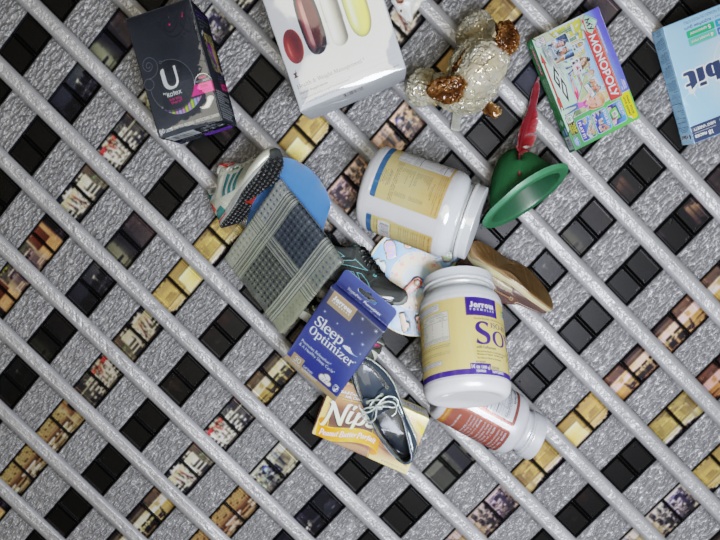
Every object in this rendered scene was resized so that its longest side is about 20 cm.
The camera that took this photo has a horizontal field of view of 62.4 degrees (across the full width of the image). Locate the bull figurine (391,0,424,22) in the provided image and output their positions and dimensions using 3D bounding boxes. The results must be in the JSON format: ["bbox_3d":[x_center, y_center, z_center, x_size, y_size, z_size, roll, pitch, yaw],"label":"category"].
[{"bbox_3d":[0.120,-0.529,1.012,0.117,0.065,0.207,7,100,-2],"label":"bull figurine"}]

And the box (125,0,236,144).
[{"bbox_3d":[-0.307,-0.340,1.034,0.119,0.106,0.206,-15,96,4],"label":"box"}]

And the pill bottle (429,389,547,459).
[{"bbox_3d":[0.232,0.257,1.079,0.196,0.112,0.114,28,98,-1],"label":"pill bottle"}]

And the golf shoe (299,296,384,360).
[{"bbox_3d":[-0.053,0.115,1.096,0.196,0.077,0.090,27,106,0],"label":"golf shoe"}]

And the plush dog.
[{"bbox_3d":[0.186,-0.320,0.979,0.200,0.172,0.161,-43,94,6],"label":"plush dog"}]

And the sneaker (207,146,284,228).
[{"bbox_3d":[-0.212,-0.164,1.040,0.199,0.070,0.095,-43,76,39],"label":"sneaker"}]

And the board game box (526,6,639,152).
[{"bbox_3d":[0.387,-0.329,1.032,0.132,0.029,0.205,-25,95,-2],"label":"board game box"}]

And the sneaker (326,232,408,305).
[{"bbox_3d":[0.000,0.000,1.059,0.196,0.075,0.081,24,95,17],"label":"sneaker"}]

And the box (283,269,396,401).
[{"bbox_3d":[-0.037,0.113,1.030,0.120,0.032,0.202,37,110,6],"label":"box"}]

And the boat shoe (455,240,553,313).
[{"bbox_3d":[0.259,0.026,1.076,0.197,0.073,0.072,29,128,-16],"label":"boat shoe"}]

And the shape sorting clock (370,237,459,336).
[{"bbox_3d":[0.104,0.020,1.092,0.193,0.039,0.207,0,97,2],"label":"shape sorting clock"}]

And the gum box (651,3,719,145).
[{"bbox_3d":[0.615,-0.344,1.019,0.165,0.045,0.205,-19,97,5],"label":"gum box"}]

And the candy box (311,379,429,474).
[{"bbox_3d":[0.019,0.284,1.120,0.195,0.055,0.118,23,95,0],"label":"candy box"}]

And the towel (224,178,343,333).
[{"bbox_3d":[-0.138,-0.022,1.056,0.194,0.034,0.200,50,117,13],"label":"towel"}]

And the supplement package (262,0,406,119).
[{"bbox_3d":[-0.042,-0.391,0.994,0.186,0.147,0.205,-20,97,5],"label":"supplement package"}]

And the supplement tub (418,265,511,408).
[{"bbox_3d":[0.169,0.112,0.983,0.140,0.146,0.206,-2,66,3],"label":"supplement tub"}]

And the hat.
[{"bbox_3d":[0.250,-0.198,1.034,0.196,0.166,0.179,-19,71,-34],"label":"hat"}]

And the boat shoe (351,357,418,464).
[{"bbox_3d":[0.040,0.250,1.058,0.073,0.062,0.205,-24,91,7],"label":"boat shoe"}]

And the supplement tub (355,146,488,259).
[{"bbox_3d":[0.104,-0.112,1.006,0.195,0.144,0.149,21,98,13],"label":"supplement tub"}]

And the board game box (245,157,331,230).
[{"bbox_3d":[-0.125,-0.102,1.078,0.155,0.039,0.205,26,116,16],"label":"board game box"}]
